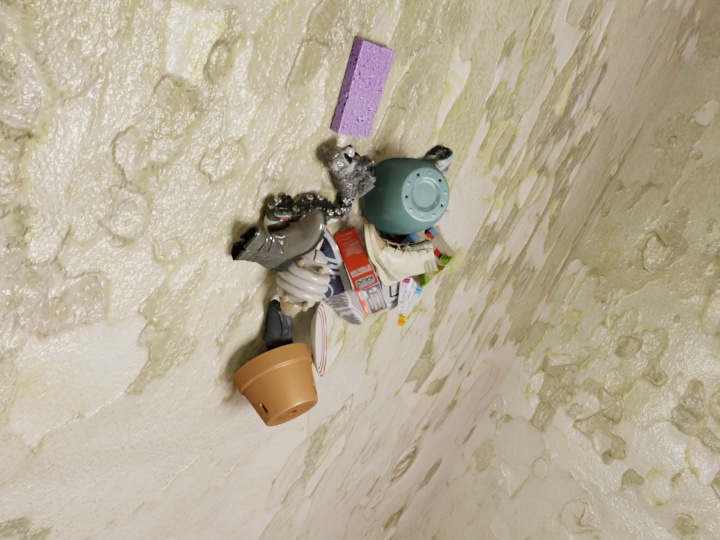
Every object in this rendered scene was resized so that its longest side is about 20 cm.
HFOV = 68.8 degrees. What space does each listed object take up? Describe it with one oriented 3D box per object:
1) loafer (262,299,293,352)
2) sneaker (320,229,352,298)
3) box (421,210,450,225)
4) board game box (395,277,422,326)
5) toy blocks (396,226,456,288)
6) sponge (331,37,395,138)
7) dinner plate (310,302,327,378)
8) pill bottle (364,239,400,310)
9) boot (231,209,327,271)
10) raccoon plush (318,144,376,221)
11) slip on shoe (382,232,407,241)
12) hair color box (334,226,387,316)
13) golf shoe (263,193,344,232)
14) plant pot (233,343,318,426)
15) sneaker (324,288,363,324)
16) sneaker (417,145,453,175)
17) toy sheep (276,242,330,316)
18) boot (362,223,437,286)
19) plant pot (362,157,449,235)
[{"bbox_3d":[-0.207,0.157,1.302,0.070,0.068,0.201,-39,146,-37],"label":"loafer"},{"bbox_3d":[-0.099,-0.014,1.302,0.108,0.070,0.201,-24,121,-7],"label":"sneaker"},{"bbox_3d":[0.178,-0.146,1.467,0.200,0.039,0.042,-11,114,-45],"label":"box"},{"bbox_3d":[0.155,0.034,1.551,0.200,0.026,0.201,-54,154,-48],"label":"board game box"},{"bbox_3d":[0.170,-0.052,1.435,0.200,0.137,0.100,-40,179,-43],"label":"toy blocks"},{"bbox_3d":[0.006,-0.398,1.164,0.111,0.030,0.201,-7,122,-49],"label":"sponge"},{"bbox_3d":[-0.110,0.184,1.397,0.200,0.024,0.201,-2,90,-84],"label":"dinner plate"},{"bbox_3d":[0.068,0.019,1.502,0.111,0.111,0.200,-37,141,-28],"label":"pill bottle"},{"bbox_3d":[-0.171,-0.066,1.098,0.200,0.068,0.130,-39,146,29],"label":"boot"},{"bbox_3d":[-0.047,-0.196,1.211,0.134,0.097,0.201,-5,121,-41],"label":"raccoon plush"},{"bbox_3d":[0.077,-0.140,1.431,0.076,0.061,0.200,-48,145,-14],"label":"slip on shoe"},{"bbox_3d":[0.000,0.000,1.321,0.064,0.200,0.111,-23,140,-1],"label":"hair color box"},{"bbox_3d":[-0.130,-0.121,1.186,0.199,0.077,0.088,-4,138,-40],"label":"golf shoe"},{"bbox_3d":[-0.193,0.289,1.296,0.199,0.140,0.200,-25,159,-10],"label":"plant pot"},{"bbox_3d":[-0.045,0.070,1.460,0.200,0.074,0.082,61,34,-48],"label":"sneaker"},{"bbox_3d":[0.188,-0.263,1.462,0.200,0.078,0.087,-37,144,-28],"label":"sneaker"},{"bbox_3d":[-0.130,0.014,1.214,0.138,0.138,0.200,18,104,-55],"label":"toy sheep"},{"bbox_3d":[0.099,-0.053,1.288,0.154,0.072,0.200,-15,132,14],"label":"boot"},{"bbox_3d":[0.126,-0.183,1.291,0.200,0.161,0.201,-2,97,-20],"label":"plant pot"}]
